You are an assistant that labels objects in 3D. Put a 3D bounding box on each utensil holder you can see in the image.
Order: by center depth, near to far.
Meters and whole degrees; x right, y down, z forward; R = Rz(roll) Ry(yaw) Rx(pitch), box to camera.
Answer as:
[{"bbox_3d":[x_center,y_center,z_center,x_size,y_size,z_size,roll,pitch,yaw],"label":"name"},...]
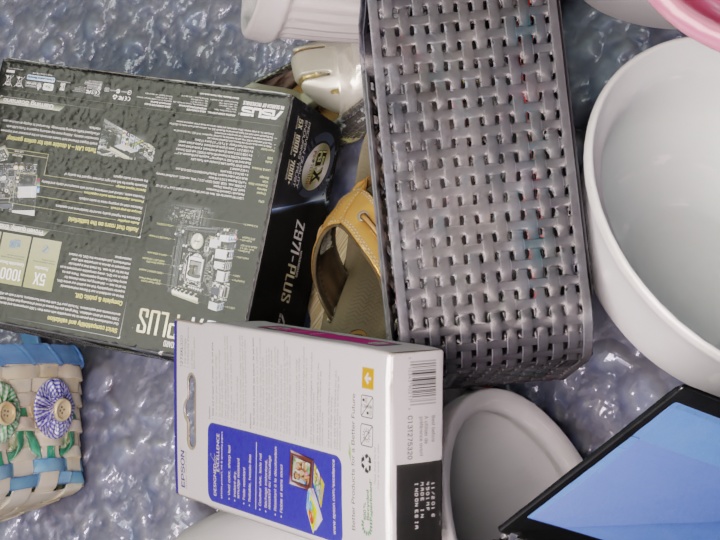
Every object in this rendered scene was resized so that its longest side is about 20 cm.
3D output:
[{"bbox_3d":[0.013,0.173,0.950,0.200,0.170,0.170,-25,60,30],"label":"utensil holder"}]

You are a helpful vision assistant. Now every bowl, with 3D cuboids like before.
[{"bbox_3d":[0.184,-0.011,0.900,0.090,0.201,0.201,126,139,-53],"label":"bowl"}]

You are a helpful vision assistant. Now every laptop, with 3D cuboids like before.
[{"bbox_3d":[0.148,0.169,0.830,0.103,0.177,0.200,-3,71,52],"label":"laptop"}]

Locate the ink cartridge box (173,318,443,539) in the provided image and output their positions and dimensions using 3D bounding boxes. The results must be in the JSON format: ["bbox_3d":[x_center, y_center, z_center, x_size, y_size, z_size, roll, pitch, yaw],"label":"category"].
[{"bbox_3d":[-0.031,0.076,0.875,0.200,0.037,0.095,5,97,54],"label":"ink cartridge box"}]

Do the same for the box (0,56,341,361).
[{"bbox_3d":[-0.129,-0.031,1.103,0.200,0.086,0.164,9,84,21],"label":"box"}]

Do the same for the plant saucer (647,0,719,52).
[{"bbox_3d":[0.220,-0.197,0.884,0.200,0.051,0.201,-2,86,30],"label":"plant saucer"}]

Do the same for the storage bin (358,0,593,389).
[{"bbox_3d":[0.054,-0.045,0.908,0.094,0.135,0.200,-6,81,-2],"label":"storage bin"}]

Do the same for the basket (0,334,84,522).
[{"bbox_3d":[-0.267,0.067,1.203,0.139,0.176,0.200,-27,77,31],"label":"basket"}]

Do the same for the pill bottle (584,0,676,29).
[{"bbox_3d":[0.180,-0.243,1.009,0.116,0.116,0.200,0,74,37],"label":"pill bottle"}]

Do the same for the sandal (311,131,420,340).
[{"bbox_3d":[0.000,0.000,1.001,0.080,0.054,0.200,-1,69,50],"label":"sandal"}]

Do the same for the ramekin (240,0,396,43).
[{"bbox_3d":[-0.003,-0.222,1.046,0.202,0.094,0.203,-168,90,-80],"label":"ramekin"}]

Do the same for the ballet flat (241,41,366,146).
[{"bbox_3d":[-0.036,-0.108,1.154,0.200,0.072,0.072,-26,59,27],"label":"ballet flat"}]

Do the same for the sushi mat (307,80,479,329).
[{"bbox_3d":[0.019,-0.052,1.078,0.200,0.012,0.096,-58,21,22],"label":"sushi mat"}]

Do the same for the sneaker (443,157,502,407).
[{"bbox_3d":[0.040,0.024,1.062,0.200,0.077,0.082,-65,23,-3],"label":"sneaker"}]
